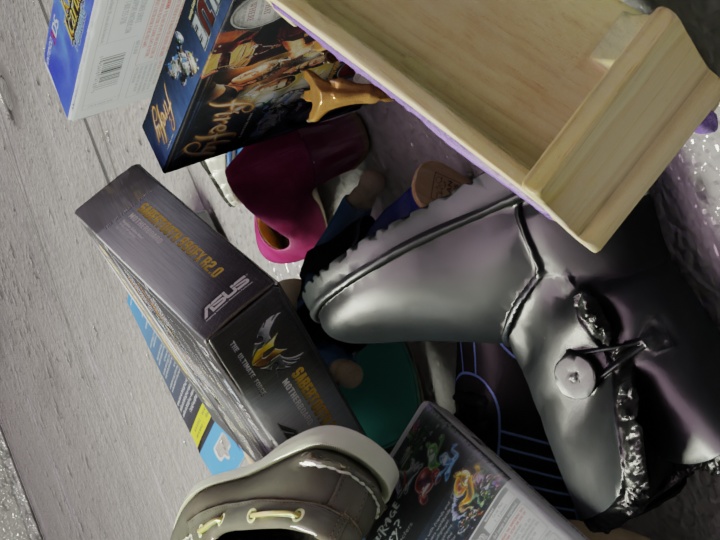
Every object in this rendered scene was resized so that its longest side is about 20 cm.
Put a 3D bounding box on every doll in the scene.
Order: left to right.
[{"bbox_3d":[0.000,0.000,0.824,0.200,0.048,0.137,-32,48,55],"label":"doll"}]

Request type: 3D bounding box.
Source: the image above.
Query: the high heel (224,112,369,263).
[{"bbox_3d":[-0.065,-0.040,0.919,0.068,0.096,0.200,66,156,7],"label":"high heel"}]

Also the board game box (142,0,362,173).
[{"bbox_3d":[-0.034,-0.125,0.739,0.035,0.135,0.200,64,156,11],"label":"board game box"}]

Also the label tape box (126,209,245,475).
[{"bbox_3d":[-0.125,0.071,1.181,0.201,0.066,0.143,60,155,15],"label":"label tape box"}]

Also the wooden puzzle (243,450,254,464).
[{"bbox_3d":[0.009,0.207,0.954,0.185,0.037,0.200,52,179,36],"label":"wooden puzzle"}]

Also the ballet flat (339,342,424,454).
[{"bbox_3d":[0.013,0.114,0.918,0.062,0.067,0.201,-162,55,-71],"label":"ballet flat"}]

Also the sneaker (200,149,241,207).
[{"bbox_3d":[-0.077,-0.107,0.926,0.079,0.089,0.200,56,173,13],"label":"sneaker"}]

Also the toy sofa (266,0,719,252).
[{"bbox_3d":[0.045,-0.096,0.571,0.200,0.083,0.098,41,-176,31],"label":"toy sofa"}]

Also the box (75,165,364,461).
[{"bbox_3d":[-0.069,0.051,0.803,0.158,0.048,0.200,38,161,46],"label":"box"}]

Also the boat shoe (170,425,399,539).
[{"bbox_3d":[-0.056,0.145,0.740,0.072,0.060,0.202,37,139,-13],"label":"boat shoe"}]

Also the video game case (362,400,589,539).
[{"bbox_3d":[0.022,0.183,0.672,0.201,0.023,0.182,-58,28,4],"label":"video game case"}]

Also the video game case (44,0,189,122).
[{"bbox_3d":[-0.063,-0.162,0.713,0.046,0.181,0.200,65,156,12],"label":"video game case"}]

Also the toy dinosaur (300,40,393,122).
[{"bbox_3d":[0.030,-0.106,0.671,0.200,0.106,0.061,-155,57,-62],"label":"toy dinosaur"}]

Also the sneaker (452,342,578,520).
[{"bbox_3d":[0.078,0.107,0.752,0.070,0.078,0.201,-4,106,65],"label":"sneaker"}]

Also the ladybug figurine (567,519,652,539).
[{"bbox_3d":[0.086,0.198,0.694,0.200,0.072,0.136,-34,95,33],"label":"ladybug figurine"}]

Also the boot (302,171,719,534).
[{"bbox_3d":[0.075,0.044,0.646,0.200,0.076,0.169,-29,79,35],"label":"boot"}]
